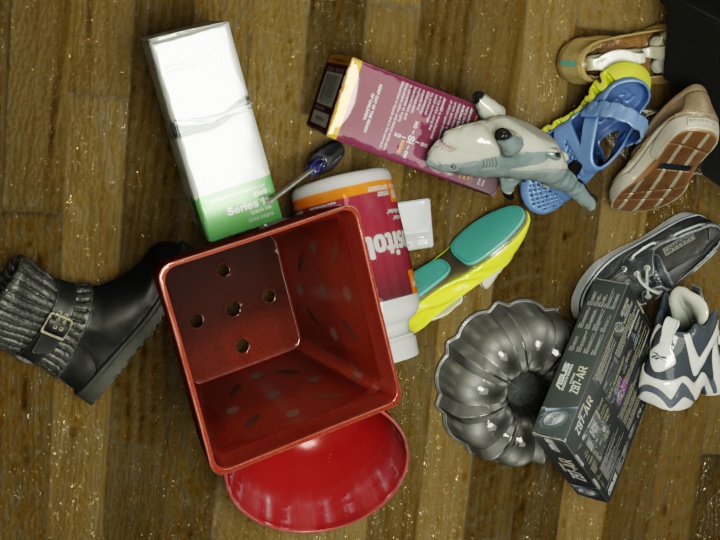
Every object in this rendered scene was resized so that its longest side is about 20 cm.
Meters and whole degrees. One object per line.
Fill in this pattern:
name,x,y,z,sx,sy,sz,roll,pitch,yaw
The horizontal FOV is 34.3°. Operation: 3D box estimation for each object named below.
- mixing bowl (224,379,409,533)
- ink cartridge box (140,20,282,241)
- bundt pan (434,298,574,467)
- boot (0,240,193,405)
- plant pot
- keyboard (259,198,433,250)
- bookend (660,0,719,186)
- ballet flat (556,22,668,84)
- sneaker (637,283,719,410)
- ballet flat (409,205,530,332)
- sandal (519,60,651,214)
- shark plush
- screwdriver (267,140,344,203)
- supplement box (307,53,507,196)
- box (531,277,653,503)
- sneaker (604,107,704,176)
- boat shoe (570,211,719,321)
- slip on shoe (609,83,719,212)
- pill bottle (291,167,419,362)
mixing bowl,-0.053,0.177,1.274,0.197,0.109,0.202,-5,128,-7
ink cartridge box,-0.153,-0.146,1.179,0.082,0.147,0.203,-18,106,-10
bundt pan,0.189,0.139,1.360,0.199,0.076,0.205,-3,102,-13
boot,-0.288,0.022,1.215,0.157,0.079,0.212,38,91,-18
plant pot,-0.101,0.052,1.146,0.197,0.176,0.203,-19,104,-20
keyboard,-0.014,-0.040,1.309,0.197,0.011,0.057,-9,98,-13
bookend,0.410,-0.187,1.253,0.091,0.199,0.202,-16,124,-17
ballet flat,0.322,-0.240,1.322,0.197,0.063,0.070,-12,105,-12
sneaker,0.396,0.074,1.358,0.197,0.079,0.132,-12,116,-39
ballet flat,0.114,0.004,1.327,0.199,0.067,0.067,-35,128,-2
sandal,0.249,-0.137,1.291,0.079,0.088,0.201,25,120,-22
shark plush,0.164,-0.112,1.214,0.198,0.091,0.084,14,121,-38
screwdriver,-0.059,-0.096,1.200,0.028,0.200,0.029,39,122,2
supplement box,0.055,-0.157,1.247,0.197,0.110,0.087,18,98,-17
box,0.274,0.136,1.316,0.160,0.043,0.202,49,60,-45
sneaker,0.378,-0.147,1.359,0.197,0.076,0.071,17,109,5
boat shoe,0.340,0.003,1.373,0.198,0.068,0.072,-31,107,-6
slip on shoe,0.332,-0.130,1.286,0.075,0.201,0.061,5,65,-7
pill bottle,0.000,0.000,1.243,0.111,0.113,0.203,-13,91,-11
